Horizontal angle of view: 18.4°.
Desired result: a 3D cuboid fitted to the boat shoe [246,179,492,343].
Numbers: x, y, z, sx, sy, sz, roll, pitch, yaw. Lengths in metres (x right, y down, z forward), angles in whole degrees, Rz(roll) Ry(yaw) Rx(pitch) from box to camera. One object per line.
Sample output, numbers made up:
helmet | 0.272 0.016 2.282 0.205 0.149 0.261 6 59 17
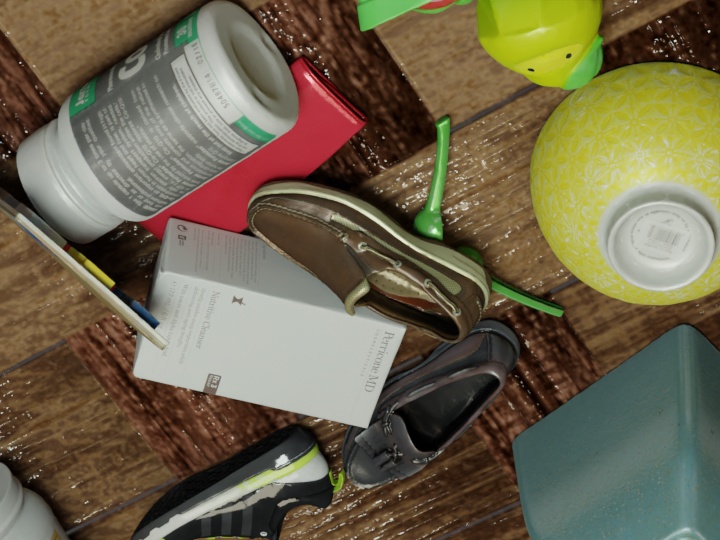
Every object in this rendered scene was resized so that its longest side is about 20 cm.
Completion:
boat shoe | 0.002 -0.004 1.714 0.202 0.075 0.075 21 136 2

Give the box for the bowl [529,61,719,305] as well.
bowl | 0.226 -0.045 1.680 0.200 0.108 0.201 2 123 4

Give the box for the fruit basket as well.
fruit basket | 0.107 -0.210 1.576 0.215 0.156 0.216 4 107 12

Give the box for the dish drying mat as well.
dish drying mat | -0.090 -0.083 1.741 0.200 0.018 0.077 -38 112 26

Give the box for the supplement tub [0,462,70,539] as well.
supplement tub | -0.307 0.278 1.917 0.144 0.145 0.200 -19 118 17

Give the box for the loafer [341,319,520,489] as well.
loafer | 0.052 0.119 1.827 0.072 0.063 0.200 37 118 -17

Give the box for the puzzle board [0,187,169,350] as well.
puzzle board | -0.223 -0.009 1.711 0.151 0.200 0.017 44 83 -20

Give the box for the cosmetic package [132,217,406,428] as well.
cosmetic package | -0.072 0.043 1.771 0.199 0.081 0.113 13 125 -8

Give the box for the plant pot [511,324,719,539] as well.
plant pot | 0.250 0.208 1.783 0.196 0.200 0.196 -37 112 26

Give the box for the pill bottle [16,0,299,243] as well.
pill bottle | -0.155 -0.108 1.675 0.200 0.113 0.113 -31 115 22

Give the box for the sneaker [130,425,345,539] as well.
sneaker | -0.105 0.208 1.886 0.200 0.072 0.083 -29 102 22

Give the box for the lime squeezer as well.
lime squeezer | 0.085 -0.026 1.757 0.071 0.038 0.200 -37 115 -9
